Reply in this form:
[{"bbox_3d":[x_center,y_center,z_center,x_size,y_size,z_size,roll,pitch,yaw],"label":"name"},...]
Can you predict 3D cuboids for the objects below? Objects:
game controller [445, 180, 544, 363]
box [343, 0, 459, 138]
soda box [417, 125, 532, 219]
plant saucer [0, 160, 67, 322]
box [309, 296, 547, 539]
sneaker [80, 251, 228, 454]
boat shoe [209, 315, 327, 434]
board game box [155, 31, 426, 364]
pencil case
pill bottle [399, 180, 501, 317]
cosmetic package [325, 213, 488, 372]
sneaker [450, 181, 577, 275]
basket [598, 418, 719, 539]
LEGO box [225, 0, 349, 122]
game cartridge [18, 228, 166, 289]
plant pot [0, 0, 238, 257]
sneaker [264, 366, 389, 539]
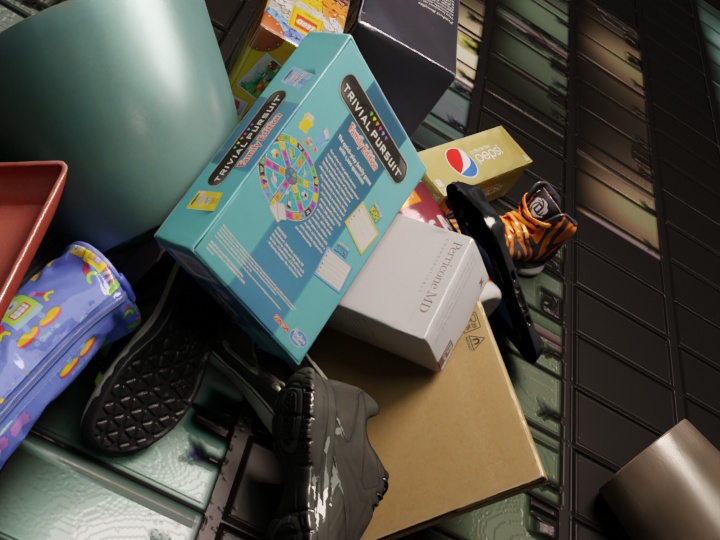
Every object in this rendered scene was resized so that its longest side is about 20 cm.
[{"bbox_3d":[0.136,0.004,0.922,0.105,0.042,0.201,-108,173,-54],"label":"game controller"},{"bbox_3d":[0.009,-0.221,1.002,0.122,0.200,0.200,25,43,-16],"label":"box"},{"bbox_3d":[0.119,-0.111,1.085,0.064,0.068,0.199,50,41,14],"label":"soda box"},{"bbox_3d":[-0.306,0.012,0.601,0.197,0.037,0.201,-1,50,14],"label":"plant saucer"},{"bbox_3d":[0.048,0.113,0.779,0.021,0.162,0.202,54,16,-57],"label":"box"},{"bbox_3d":[-0.159,0.053,0.727,0.072,0.082,0.201,45,62,-33],"label":"sneaker"},{"bbox_3d":[-0.089,0.060,0.778,0.200,0.064,0.071,46,41,7],"label":"boat shoe"},{"bbox_3d":[-0.044,-0.054,0.702,0.201,0.047,0.151,-56,138,-19],"label":"board game box"},{"bbox_3d":[-0.232,0.069,0.616,0.200,0.086,0.079,-51,132,-34],"label":"pencil case"},{"bbox_3d":[0.041,-0.021,0.909,0.113,0.114,0.201,-17,65,-44],"label":"pill bottle"},{"bbox_3d":[0.000,0.000,0.800,0.198,0.074,0.102,18,68,28],"label":"cosmetic package"},{"bbox_3d":[0.163,-0.053,1.031,0.198,0.112,0.078,-2,55,-38],"label":"sneaker"},{"bbox_3d":[0.336,0.256,0.872,0.179,0.136,0.201,-15,60,-45],"label":"basket"},{"bbox_3d":[-0.093,-0.181,0.888,0.076,0.200,0.150,25,41,-16],"label":"LEGO box"},{"bbox_3d":[-0.245,-0.010,0.750,0.129,0.039,0.201,32,41,-3],"label":"game cartridge"},{"bbox_3d":[-0.183,-0.105,0.715,0.200,0.199,0.163,-27,94,-47],"label":"plant pot"},{"bbox_3d":[-0.020,0.177,0.686,0.090,0.076,0.203,15,70,-31],"label":"sneaker"}]
